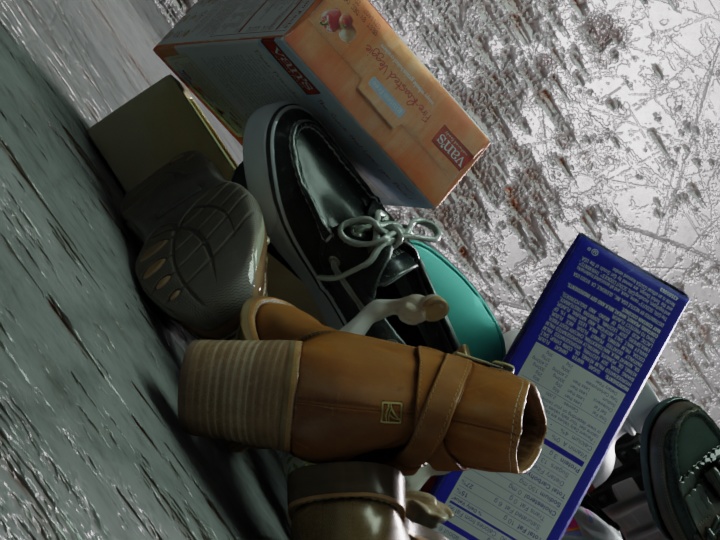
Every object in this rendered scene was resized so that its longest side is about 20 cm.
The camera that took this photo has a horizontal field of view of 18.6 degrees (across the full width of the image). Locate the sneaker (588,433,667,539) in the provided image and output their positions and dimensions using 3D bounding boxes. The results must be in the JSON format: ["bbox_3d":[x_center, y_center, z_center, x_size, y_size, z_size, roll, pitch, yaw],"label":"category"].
[{"bbox_3d":[0.207,0.179,1.444,0.090,0.066,0.201,-22,87,-63],"label":"sneaker"}]

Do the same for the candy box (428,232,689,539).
[{"bbox_3d":[0.093,0.101,1.212,0.077,0.201,0.169,30,-16,6],"label":"candy box"}]

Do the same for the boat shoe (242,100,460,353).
[{"bbox_3d":[0.004,-0.005,1.202,0.073,0.068,0.200,-26,96,-44],"label":"boat shoe"}]

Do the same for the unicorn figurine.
[{"bbox_3d":[-0.008,0.071,1.138,0.200,0.137,0.074,-81,149,-66],"label":"unicorn figurine"}]

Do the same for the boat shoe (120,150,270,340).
[{"bbox_3d":[-0.076,-0.003,1.170,0.072,0.076,0.200,58,3,-23],"label":"boat shoe"}]

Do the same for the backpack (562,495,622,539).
[{"bbox_3d":[0.137,0.230,1.496,0.200,0.167,0.127,43,16,-53],"label":"backpack"}]

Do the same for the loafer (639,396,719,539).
[{"bbox_3d":[0.232,0.168,1.346,0.063,0.072,0.201,10,-53,53],"label":"loafer"}]

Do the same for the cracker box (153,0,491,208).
[{"bbox_3d":[-0.026,-0.104,1.282,0.134,0.058,0.200,47,-16,-21],"label":"cracker box"}]

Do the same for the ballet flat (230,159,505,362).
[{"bbox_3d":[0.000,0.000,1.286,0.200,0.073,0.073,39,7,-19],"label":"ballet flat"}]

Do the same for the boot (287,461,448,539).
[{"bbox_3d":[0.003,0.150,1.012,0.200,0.073,0.076,62,24,-68],"label":"boot"}]

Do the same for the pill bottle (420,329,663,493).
[{"bbox_3d":[0.084,0.110,1.365,0.113,0.200,0.112,56,2,-3],"label":"pill bottle"}]

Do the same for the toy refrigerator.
[{"bbox_3d":[-0.080,-0.019,1.343,0.201,0.070,0.076,57,2,4],"label":"toy refrigerator"}]

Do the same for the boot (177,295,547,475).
[{"bbox_3d":[0.011,0.061,1.017,0.200,0.154,0.074,-31,127,-79],"label":"boot"}]
